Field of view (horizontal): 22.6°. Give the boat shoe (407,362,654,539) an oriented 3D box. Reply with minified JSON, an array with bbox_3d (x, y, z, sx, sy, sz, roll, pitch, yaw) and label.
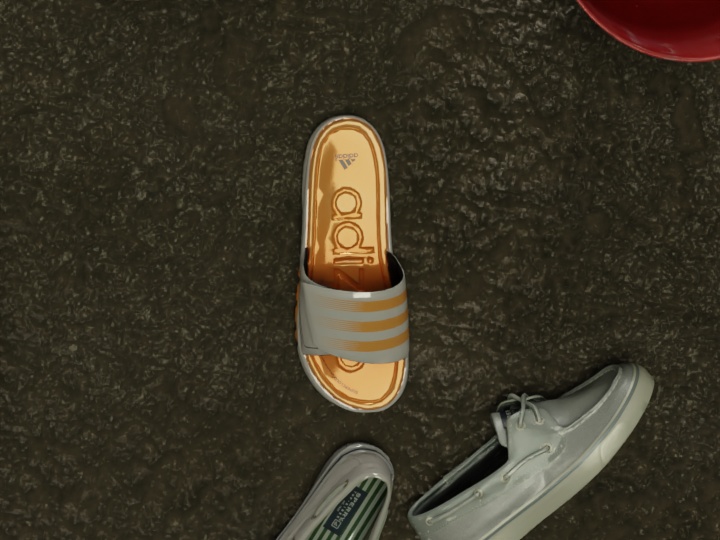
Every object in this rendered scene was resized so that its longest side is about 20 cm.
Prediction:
[{"bbox_3d":[0.116,0.127,1.263,0.201,0.070,0.072,-44,105,5],"label":"boat shoe"}]

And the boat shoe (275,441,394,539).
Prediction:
[{"bbox_3d":[-0.038,0.214,1.262,0.073,0.067,0.202,22,97,-9],"label":"boat shoe"}]

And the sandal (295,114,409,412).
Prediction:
[{"bbox_3d":[-0.008,0.000,1.233,0.078,0.059,0.209,-6,100,-5],"label":"sandal"}]

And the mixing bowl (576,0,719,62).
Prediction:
[{"bbox_3d":[0.208,-0.242,1.191,0.198,0.108,0.202,-1,100,-5],"label":"mixing bowl"}]
